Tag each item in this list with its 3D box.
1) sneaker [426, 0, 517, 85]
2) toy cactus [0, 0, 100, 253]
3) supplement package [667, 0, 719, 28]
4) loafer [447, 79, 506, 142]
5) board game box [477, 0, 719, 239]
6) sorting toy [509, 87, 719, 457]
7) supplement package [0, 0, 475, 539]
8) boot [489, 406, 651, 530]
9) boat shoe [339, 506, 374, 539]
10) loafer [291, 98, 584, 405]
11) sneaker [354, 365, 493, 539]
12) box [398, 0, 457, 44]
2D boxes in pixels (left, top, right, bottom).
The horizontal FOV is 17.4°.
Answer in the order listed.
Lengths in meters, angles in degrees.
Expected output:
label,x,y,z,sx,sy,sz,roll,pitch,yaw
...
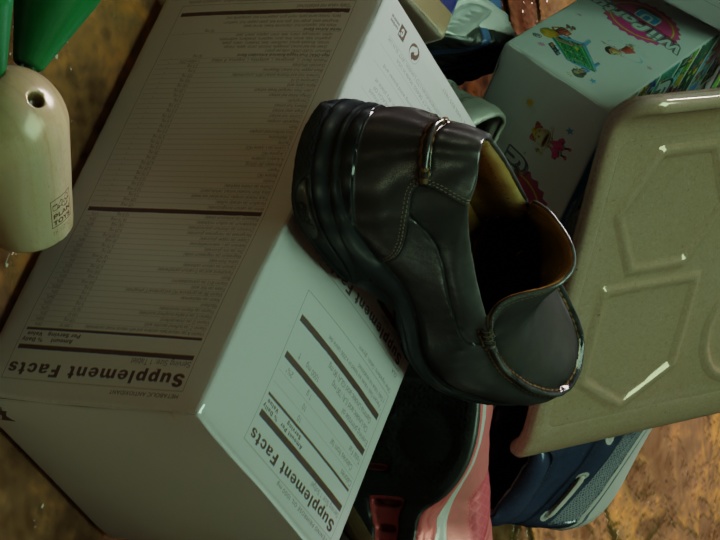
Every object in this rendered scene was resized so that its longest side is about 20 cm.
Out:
label,x,y,z,sx,sy,sz,roll,pitch,yaw
sneaker,-0.001,-0.133,1.050,0.200,0.076,0.077,10,64,-60
toy cactus,-0.125,-0.083,0.835,0.200,0.102,0.165,-62,150,-48
supplement package,0.187,-0.187,1.094,0.200,0.114,0.110,22,50,-37
loafer,0.000,0.000,1.030,0.200,0.070,0.070,-65,146,-18
board game box,0.114,-0.068,1.163,0.200,0.064,0.148,-35,155,-50
sorting toy,0.161,-0.007,1.124,0.185,0.036,0.200,-9,127,-37
supplement package,-0.046,-0.001,0.929,0.110,0.114,0.200,54,50,-44
boot,0.120,0.045,1.185,0.090,0.073,0.200,5,111,-55
boat shoe,-0.022,0.133,0.946,0.070,0.200,0.071,-12,95,-13
loafer,0.049,0.002,0.904,0.200,0.072,0.073,40,58,-53
sneaker,0.029,0.110,1.110,0.087,0.074,0.201,-5,103,-68
box,0.019,-0.206,0.994,0.121,0.032,0.200,45,49,-32
